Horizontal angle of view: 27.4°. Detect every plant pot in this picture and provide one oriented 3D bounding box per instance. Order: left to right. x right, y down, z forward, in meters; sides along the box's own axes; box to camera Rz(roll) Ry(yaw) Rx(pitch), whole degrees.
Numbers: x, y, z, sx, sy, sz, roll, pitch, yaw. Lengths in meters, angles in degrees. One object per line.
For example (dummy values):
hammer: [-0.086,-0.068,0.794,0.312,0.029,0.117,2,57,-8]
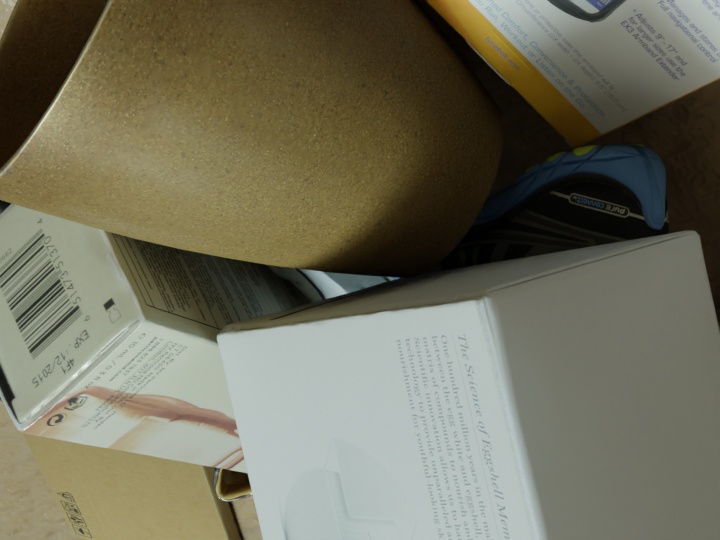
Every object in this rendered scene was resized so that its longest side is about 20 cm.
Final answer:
plant pot: [-0.042,-0.077,0.643,0.199,0.188,0.186,27,146,-25]

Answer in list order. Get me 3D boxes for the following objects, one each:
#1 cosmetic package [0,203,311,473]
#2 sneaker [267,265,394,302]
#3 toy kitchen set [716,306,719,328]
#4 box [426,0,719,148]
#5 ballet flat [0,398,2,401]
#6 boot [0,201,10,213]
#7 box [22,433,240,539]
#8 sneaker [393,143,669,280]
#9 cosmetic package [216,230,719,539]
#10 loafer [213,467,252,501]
cosmetic package: [-0.098,0.031,0.748,0.087,0.104,0.199,-40,151,15]
sneaker: [0.000,0.000,0.805,0.071,0.073,0.200,28,160,50]
toy kitchen set: [0.132,0.103,0.743,0.162,0.181,0.200,31,140,-7]
box: [0.122,-0.131,0.577,0.119,0.042,0.199,41,139,-22]
ballet flat: [-0.165,0.057,0.977,0.198,0.075,0.074,-4,136,37]
boot: [-0.227,-0.058,0.839,0.156,0.080,0.212,15,155,25]
box: [-0.176,0.169,1.147,0.162,0.021,0.201,12,142,17]
sneaker: [0.077,0.009,0.712,0.070,0.084,0.199,3,158,-30]
cosmetic package: [0.056,0.102,0.624,0.199,0.122,0.202,-9,95,57]
loafer: [-0.031,0.094,0.922,0.072,0.073,0.200,34,143,-11]
